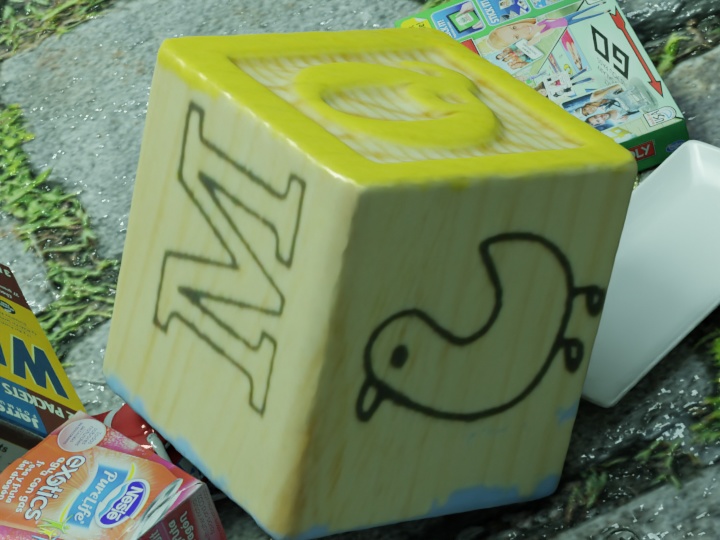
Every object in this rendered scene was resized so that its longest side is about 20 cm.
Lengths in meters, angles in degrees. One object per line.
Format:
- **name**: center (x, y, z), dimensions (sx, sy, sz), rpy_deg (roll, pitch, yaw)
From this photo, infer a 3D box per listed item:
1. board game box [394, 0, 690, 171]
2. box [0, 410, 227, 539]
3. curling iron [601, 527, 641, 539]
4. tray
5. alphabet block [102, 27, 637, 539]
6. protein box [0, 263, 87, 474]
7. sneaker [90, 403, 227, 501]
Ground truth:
- **board game box**: center (0.109, -0.115, 1.856), dimensions (0.134, 0.029, 0.200), rpy_deg (-20, 39, -2)
- **box**: center (-0.112, 0.181, 1.461), dimensions (0.100, 0.201, 0.095), rpy_deg (25, 54, 41)
- **curling iron**: center (0.210, 0.136, 1.523), dimensions (0.199, 0.026, 0.050), rpy_deg (-13, 42, 6)
- **tray**: center (0.166, 0.004, 1.699), dimensions (0.107, 0.022, 0.200), rpy_deg (25, 56, 40)
- **alphabet block**: center (0.000, 0.000, 1.579), dimensions (0.195, 0.201, 0.196), rpy_deg (-8, 30, -37)
- **protein box**: center (-0.266, 0.102, 1.598), dimensions (0.200, 0.135, 0.199), rpy_deg (-52, 38, 14)
- **sneaker**: center (-0.118, 0.135, 1.621), dimensions (0.112, 0.071, 0.200), rpy_deg (-20, 37, 3)
